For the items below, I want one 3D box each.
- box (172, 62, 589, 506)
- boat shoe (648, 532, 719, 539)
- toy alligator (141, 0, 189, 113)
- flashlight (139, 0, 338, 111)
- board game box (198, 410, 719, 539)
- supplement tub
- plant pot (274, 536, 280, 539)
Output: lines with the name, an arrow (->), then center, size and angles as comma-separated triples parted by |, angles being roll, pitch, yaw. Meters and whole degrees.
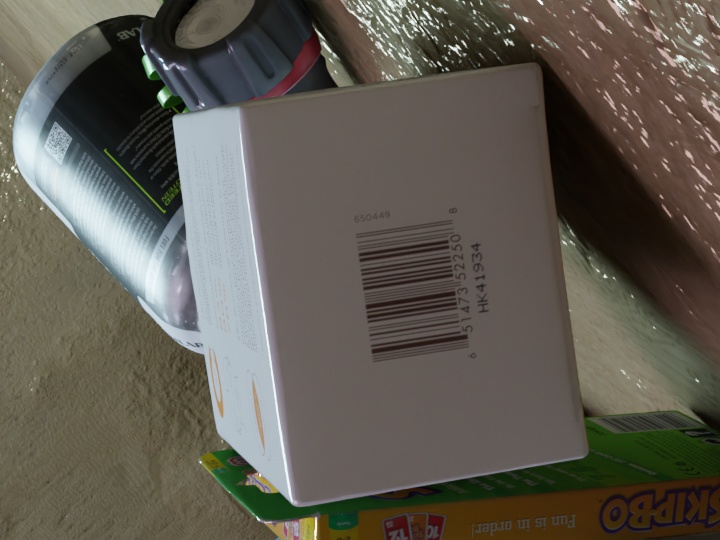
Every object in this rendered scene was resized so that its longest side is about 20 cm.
box -> 0.000, 0.000, 0.834 | 0.200, 0.097, 0.126 | -165, 66, -79
boat shoe -> 0.109, 0.124, 0.993 | 0.059, 0.072, 0.199 | 28, -173, 34
toy alligator -> -0.045, -0.064, 1.167 | 0.200, 0.054, 0.059 | 48, 174, 4
flashlight -> -0.017, -0.046, 1.041 | 0.068, 0.068, 0.200 | 36, 166, 49
board game box -> 0.047, 0.079, 0.894 | 0.095, 0.198, 0.030 | -152, 63, -69
supplement tub -> -0.088, -0.038, 1.317 | 0.200, 0.122, 0.123 | 45, 173, 33
plant pot -> 0.058, 0.172, 1.240 | 0.196, 0.200, 0.196 | 47, 173, 2
